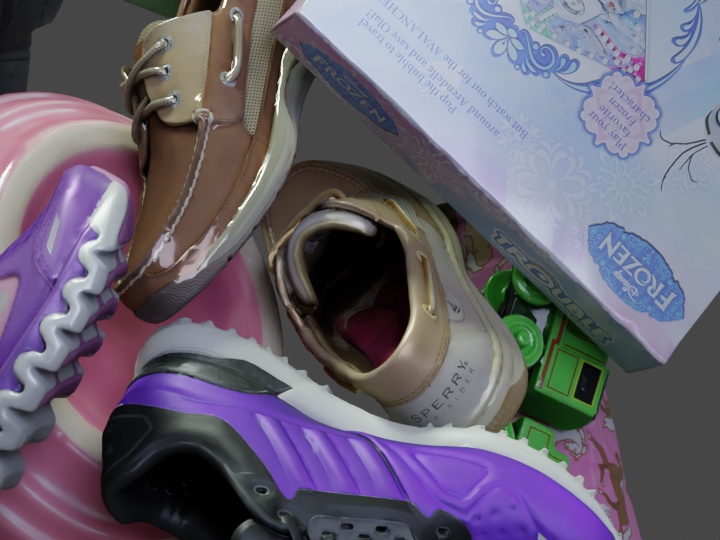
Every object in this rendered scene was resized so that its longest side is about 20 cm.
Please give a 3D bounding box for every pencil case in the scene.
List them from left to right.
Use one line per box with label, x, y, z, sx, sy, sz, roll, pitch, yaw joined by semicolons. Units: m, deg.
pencil case;0.074;0.064;1.165;0.086;0.083;0.201;-5;71;-16

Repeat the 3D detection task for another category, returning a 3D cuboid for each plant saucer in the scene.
plant saucer;-0.101;0.020;1.091;0.200;0.051;0.202;23;55;-38

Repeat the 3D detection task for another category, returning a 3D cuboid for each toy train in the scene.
toy train;0.074;0.030;1.112;0.056;0.042;0.201;25;67;-14

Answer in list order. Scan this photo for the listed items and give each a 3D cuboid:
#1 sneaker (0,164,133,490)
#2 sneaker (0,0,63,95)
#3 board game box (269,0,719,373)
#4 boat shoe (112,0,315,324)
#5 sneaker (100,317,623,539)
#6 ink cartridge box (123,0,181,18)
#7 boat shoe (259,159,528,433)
sneaker;-0.153;0.043;0.981;0.088;0.080;0.201;31;88;5
sneaker;-0.169;-0.124;1.112;0.060;0.200;0.105;14;93;21
board game box;0.101;-0.100;1.098;0.200;0.043;0.199;43;71;-8
boat shoe;-0.063;-0.065;1.086;0.072;0.076;0.201;33;48;-16
sneaker;-0.006;0.098;1.009;0.199;0.070;0.100;20;39;7
ink cartridge box;0.002;-0.162;1.182;0.199;0.145;0.084;20;34;-13
boat shoe;0.000;0.000;1.110;0.069;0.200;0.074;36;97;-35
